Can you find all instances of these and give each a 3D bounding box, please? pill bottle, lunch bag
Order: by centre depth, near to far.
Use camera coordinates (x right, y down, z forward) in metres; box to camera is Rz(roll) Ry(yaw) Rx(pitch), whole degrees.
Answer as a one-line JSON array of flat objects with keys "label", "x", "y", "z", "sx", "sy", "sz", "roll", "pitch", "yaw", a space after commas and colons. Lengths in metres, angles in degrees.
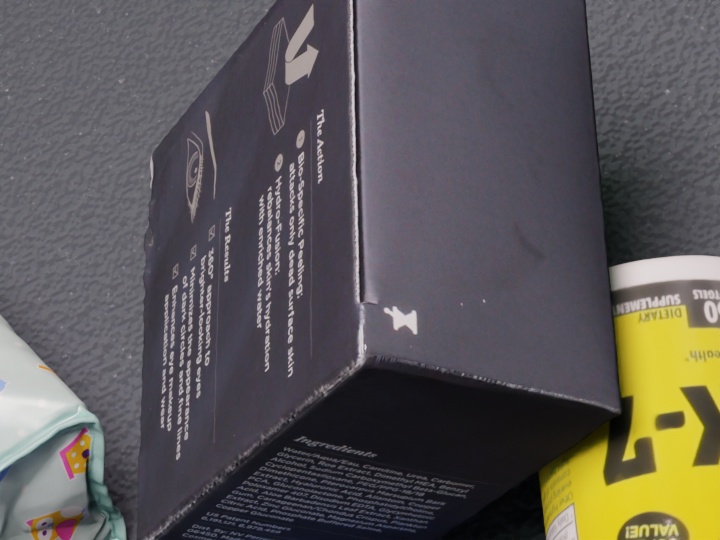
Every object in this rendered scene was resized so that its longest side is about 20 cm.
[{"label": "pill bottle", "x": 0.129, "y": 0.106, "z": 0.820, "sx": 0.114, "sy": 0.114, "sz": 0.201, "roll": -12, "pitch": 59, "yaw": 12}, {"label": "lunch bag", "x": -0.231, "y": 0.098, "z": 0.933, "sx": 0.200, "sy": 0.122, "sz": 0.170, "roll": -34, "pitch": 56, "yaw": -21}]

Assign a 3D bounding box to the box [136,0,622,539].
[{"label": "box", "x": 0.000, "y": 0.000, "z": 0.864, "sx": 0.117, "sy": 0.200, "sz": 0.197, "roll": 14, "pitch": 58, "yaw": -25}]
